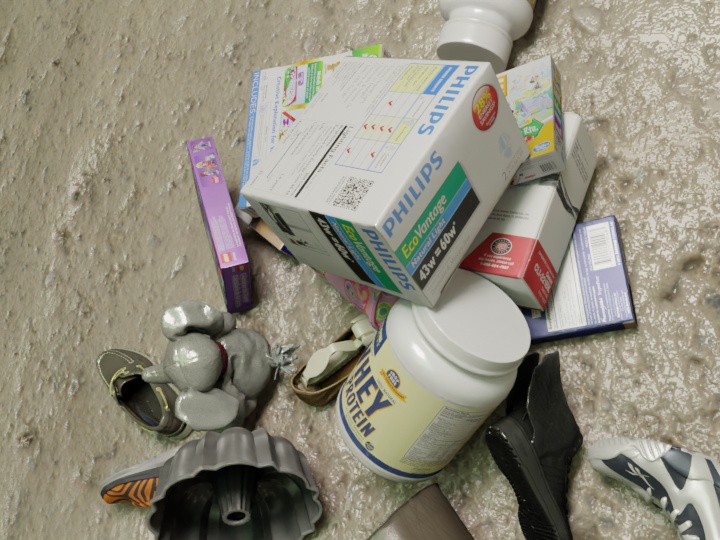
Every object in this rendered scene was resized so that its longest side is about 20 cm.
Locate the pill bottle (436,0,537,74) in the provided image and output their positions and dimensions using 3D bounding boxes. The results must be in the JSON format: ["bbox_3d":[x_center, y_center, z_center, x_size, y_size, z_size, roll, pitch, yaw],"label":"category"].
[{"bbox_3d":[0.163,-0.352,0.927,0.119,0.119,0.202,12,82,30],"label":"pill bottle"}]

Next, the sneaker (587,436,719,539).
[{"bbox_3d":[0.303,0.239,0.698,0.197,0.080,0.131,13,72,20],"label":"sneaker"}]

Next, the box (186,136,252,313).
[{"bbox_3d":[-0.190,-0.059,1.023,0.039,0.137,0.202,-14,65,-12],"label":"box"}]

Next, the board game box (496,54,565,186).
[{"bbox_3d":[0.122,-0.144,0.826,0.198,0.034,0.136,-15,53,31],"label":"board game box"}]

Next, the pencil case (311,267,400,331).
[{"bbox_3d":[0.000,0.000,0.901,0.088,0.087,0.200,-55,41,3],"label":"pencil case"}]

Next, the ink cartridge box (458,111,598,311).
[{"bbox_3d":[0.160,-0.072,0.837,0.143,0.084,0.202,11,69,37],"label":"ink cartridge box"}]

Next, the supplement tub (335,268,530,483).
[{"bbox_3d":[0.073,0.110,0.783,0.145,0.144,0.201,54,132,29],"label":"supplement tub"}]

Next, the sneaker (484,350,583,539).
[{"bbox_3d":[0.196,0.194,0.773,0.060,0.104,0.202,-14,102,60],"label":"sneaker"}]

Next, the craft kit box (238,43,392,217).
[{"bbox_3d":[-0.057,-0.177,0.967,0.195,0.048,0.203,-5,73,28],"label":"craft kit box"}]

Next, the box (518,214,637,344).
[{"bbox_3d":[0.199,0.020,0.847,0.198,0.032,0.123,-13,69,24],"label":"box"}]

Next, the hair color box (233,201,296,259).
[{"bbox_3d":[-0.073,-0.128,1.021,0.109,0.065,0.201,36,95,31],"label":"hair color box"}]

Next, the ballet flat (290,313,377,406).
[{"bbox_3d":[-0.009,0.094,0.914,0.199,0.072,0.068,-37,61,13],"label":"ballet flat"}]

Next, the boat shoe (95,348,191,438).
[{"bbox_3d":[-0.316,0.166,1.063,0.201,0.060,0.073,31,90,32],"label":"boat shoe"}]

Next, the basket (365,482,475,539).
[{"bbox_3d":[0.085,0.354,0.754,0.181,0.136,0.200,-48,63,1],"label":"basket"}]

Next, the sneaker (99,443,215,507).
[{"bbox_3d":[-0.266,0.305,0.988,0.199,0.077,0.113,-28,77,33],"label":"sneaker"}]

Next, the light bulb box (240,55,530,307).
[{"bbox_3d":[0.025,-0.097,0.742,0.199,0.125,0.199,18,67,44],"label":"light bulb box"}]

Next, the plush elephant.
[{"bbox_3d":[-0.192,0.122,0.931,0.199,0.154,0.167,-24,65,40],"label":"plush elephant"}]

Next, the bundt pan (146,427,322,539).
[{"bbox_3d":[-0.147,0.257,0.878,0.201,0.202,0.076,-33,39,15],"label":"bundt pan"}]
